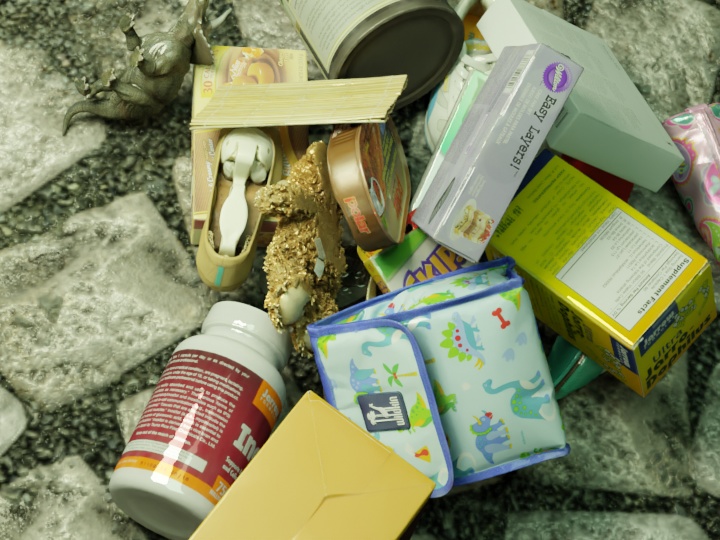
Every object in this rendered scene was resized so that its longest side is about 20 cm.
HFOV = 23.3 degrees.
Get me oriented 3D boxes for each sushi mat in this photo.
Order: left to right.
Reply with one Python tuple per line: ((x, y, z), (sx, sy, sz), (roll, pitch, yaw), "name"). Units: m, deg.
((-0.057, -0.157, 1.645), (0.198, 0.012, 0.096), (-1, 27, 19), "sushi mat")

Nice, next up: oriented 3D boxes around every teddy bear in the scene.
((-0.056, -0.019, 1.598), (0.066, 0.145, 0.202), (-14, 70, 28), "teddy bear")

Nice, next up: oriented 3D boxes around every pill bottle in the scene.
((-0.135, 0.133, 1.558), (0.112, 0.113, 0.201), (23, 62, 3), "pill bottle")

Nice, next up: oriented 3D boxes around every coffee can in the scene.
((-0.005, -0.278, 1.754), (0.145, 0.147, 0.201), (-20, 59, -18), "coffee can")

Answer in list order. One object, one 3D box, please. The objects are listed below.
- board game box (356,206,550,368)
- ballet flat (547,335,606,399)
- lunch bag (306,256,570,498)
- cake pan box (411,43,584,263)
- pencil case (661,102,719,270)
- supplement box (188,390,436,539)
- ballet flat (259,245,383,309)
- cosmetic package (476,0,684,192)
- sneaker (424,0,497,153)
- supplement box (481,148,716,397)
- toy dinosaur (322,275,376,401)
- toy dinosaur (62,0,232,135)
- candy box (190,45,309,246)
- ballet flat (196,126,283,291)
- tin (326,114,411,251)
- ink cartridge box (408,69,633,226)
((0.087, 0.036, 1.649), (0.095, 0.030, 0.201), (-32, 83, -21), "board game box")
((0.239, 0.048, 1.687), (0.070, 0.067, 0.201), (31, 70, -20), "ballet flat")
((0.067, 0.100, 1.547), (0.198, 0.128, 0.172), (-15, 101, 3), "lunch bag")
((0.118, -0.112, 1.557), (0.052, 0.184, 0.201), (28, 92, -9), "cake pan box")
((0.370, -0.070, 1.758), (0.087, 0.088, 0.201), (-14, 65, -15), "pencil case")
((-0.057, 0.246, 1.463), (0.132, 0.200, 0.198), (35, 63, 10), "supplement box")
((0.000, 0.000, 1.691), (0.198, 0.046, 0.068), (-9, 92, -7), "ballet flat")
((0.213, -0.176, 1.710), (0.150, 0.052, 0.201), (17, 34, -35), "cosmetic package")
((0.109, -0.190, 1.780), (0.076, 0.081, 0.202), (5, 64, -8), "sneaker")
((0.215, 0.002, 1.609), (0.109, 0.110, 0.200), (-45, 60, -11), "supplement box")
((0.016, 0.096, 1.644), (0.100, 0.058, 0.202), (-14, 74, -31), "toy dinosaur")
((-0.210, -0.185, 1.700), (0.200, 0.102, 0.077), (-49, 49, 16), "toy dinosaur")
((-0.109, -0.123, 1.725), (0.114, 0.055, 0.202), (2, 63, -8), "candy box")
((-0.109, -0.078, 1.636), (0.068, 0.063, 0.202), (9, 63, -4), "ballet flat")
((0.009, -0.093, 1.643), (0.042, 0.113, 0.200), (-22, 23, 16), "tin")
((0.164, -0.081, 1.716), (0.198, 0.050, 0.162), (24, 82, 0), "ink cartridge box")
